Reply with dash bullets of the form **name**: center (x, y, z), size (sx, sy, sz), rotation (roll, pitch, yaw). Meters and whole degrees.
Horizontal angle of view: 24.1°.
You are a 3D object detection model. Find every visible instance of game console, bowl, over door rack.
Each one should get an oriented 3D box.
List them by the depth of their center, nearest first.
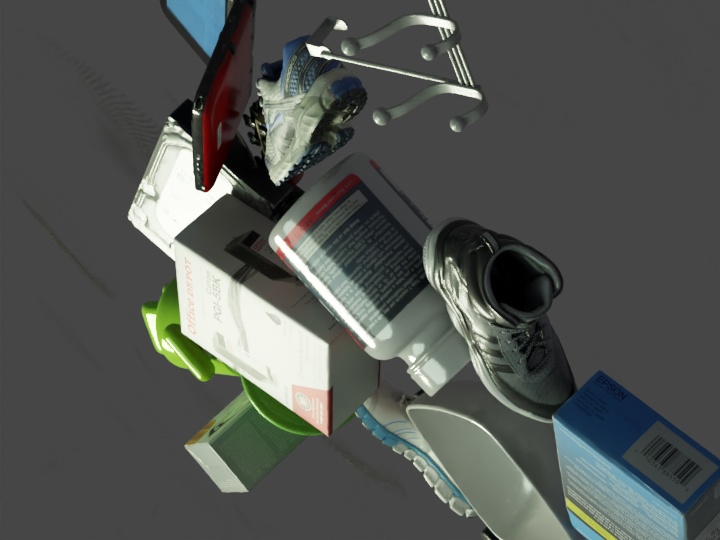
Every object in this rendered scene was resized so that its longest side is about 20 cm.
- **over door rack**: center (-0.005, -0.186, 1.224), size (0.199, 0.066, 0.149), rotation (32, 156, 44)
- **game console**: center (-0.159, -0.194, 1.519), size (0.117, 0.174, 0.200), rotation (19, 160, 3)
- **bowl**: center (0.151, 0.186, 1.628), size (0.200, 0.075, 0.200), rotation (54, 163, -16)

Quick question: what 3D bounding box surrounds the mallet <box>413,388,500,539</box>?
- **mallet**: center (0.128, 0.209, 1.814), size (0.202, 0.065, 0.041), rotation (63, 165, 3)

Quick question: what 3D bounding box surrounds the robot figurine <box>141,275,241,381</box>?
- **robot figurine**: center (-0.158, 0.062, 1.964), size (0.198, 0.175, 0.117), rotation (6, 123, 35)

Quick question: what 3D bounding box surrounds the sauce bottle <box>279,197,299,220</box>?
- **sauce bottle**: center (0.000, 0.000, 1.620), size (0.200, 0.066, 0.066), rotation (38, 161, 31)

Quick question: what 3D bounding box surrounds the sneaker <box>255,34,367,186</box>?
- **sneaker**: center (-0.050, -0.143, 1.449), size (0.086, 0.077, 0.200), rotation (56, 157, 8)

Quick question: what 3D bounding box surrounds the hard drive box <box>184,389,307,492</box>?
- **hard drive box**: center (-0.101, 0.169, 2.004), size (0.077, 0.200, 0.156), rotation (50, 162, -5)

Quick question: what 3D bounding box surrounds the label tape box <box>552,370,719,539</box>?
- **label tape box**: center (0.242, 0.194, 1.434), size (0.143, 0.066, 0.201), rotation (37, 161, 32)

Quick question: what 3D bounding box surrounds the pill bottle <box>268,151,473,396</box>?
- **pill bottle**: center (0.026, 0.007, 1.472), size (0.200, 0.119, 0.120), rotation (47, 163, 4)

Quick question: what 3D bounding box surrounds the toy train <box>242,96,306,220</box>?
- **toy train**: center (-0.078, -0.101, 1.647), size (0.046, 0.034, 0.201), rotation (36, 160, 26)

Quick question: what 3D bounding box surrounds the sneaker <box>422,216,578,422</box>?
- **sneaker**: center (0.131, 0.047, 1.371), size (0.201, 0.075, 0.114), rotation (56, 164, -15)

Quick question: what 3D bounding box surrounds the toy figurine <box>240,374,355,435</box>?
- **toy figurine**: center (-0.046, 0.051, 1.804), size (0.202, 0.149, 0.184), rotation (69, 155, 19)

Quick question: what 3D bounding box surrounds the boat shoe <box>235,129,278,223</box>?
- **boat shoe**: center (-0.130, -0.084, 1.755), size (0.065, 0.072, 0.202), rotation (-84, -24, -64)

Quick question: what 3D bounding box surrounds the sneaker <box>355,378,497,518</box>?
- **sneaker**: center (0.074, 0.159, 1.752), size (0.200, 0.087, 0.075), rotation (41, -158, -5)

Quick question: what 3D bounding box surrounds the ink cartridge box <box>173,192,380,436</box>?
- **ink cartridge box**: center (-0.080, 0.041, 1.607), size (0.199, 0.083, 0.148), rotation (32, 145, 25)

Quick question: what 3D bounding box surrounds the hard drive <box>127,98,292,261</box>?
- **hard drive**: center (-0.156, -0.066, 1.692), size (0.139, 0.038, 0.200), rotation (41, 147, 3)
